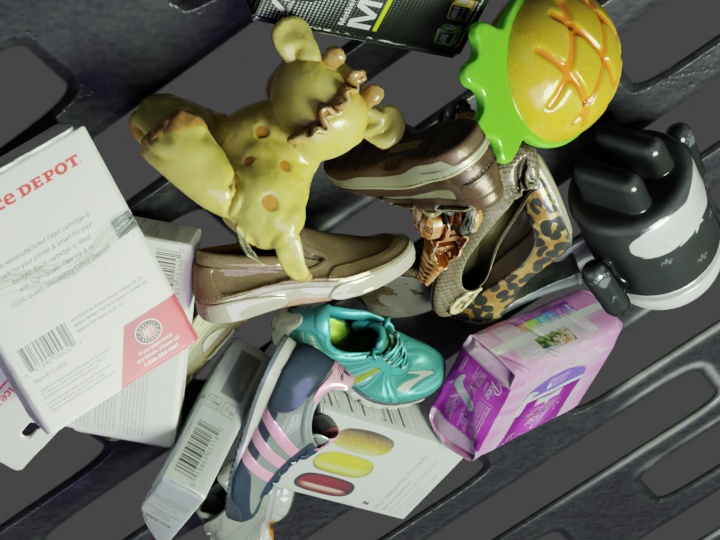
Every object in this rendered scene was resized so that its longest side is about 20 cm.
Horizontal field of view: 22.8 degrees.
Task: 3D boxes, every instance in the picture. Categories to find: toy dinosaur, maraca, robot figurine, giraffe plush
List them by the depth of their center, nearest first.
[{"bbox_3d":[-0.064,-0.110,1.411,0.162,0.200,0.172,-50,132,5],"label":"giraffe plush"},{"bbox_3d":[0.144,-0.164,1.465,0.199,0.106,0.138,-30,109,-45],"label":"maraca"},{"bbox_3d":[0.064,-0.068,1.536,0.101,0.136,0.201,8,130,-32],"label":"toy dinosaur"},{"bbox_3d":[0.263,-0.050,1.658,0.149,0.125,0.200,-27,139,9],"label":"robot figurine"}]

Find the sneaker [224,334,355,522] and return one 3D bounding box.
[{"bbox_3d":[-0.066,0.157,1.606,0.081,0.070,0.201,21,123,3],"label":"sneaker"}]

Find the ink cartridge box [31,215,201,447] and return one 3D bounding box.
[{"bbox_3d":[-0.235,0.046,1.548,0.174,0.045,0.202,10,116,1],"label":"ink cartridge box"}]

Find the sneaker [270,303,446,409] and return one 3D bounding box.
[{"bbox_3d":[0.010,0.077,1.649,0.199,0.078,0.079,19,154,-40],"label":"sneaker"}]

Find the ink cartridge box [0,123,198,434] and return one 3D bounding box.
[{"bbox_3d":[-0.243,0.003,1.418,0.144,0.084,0.201,-32,107,-16],"label":"ink cartridge box"}]

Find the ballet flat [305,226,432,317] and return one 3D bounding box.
[{"bbox_3d":[0.000,0.000,1.642,0.199,0.047,0.067,15,137,-40],"label":"ballet flat"}]

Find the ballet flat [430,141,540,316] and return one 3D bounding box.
[{"bbox_3d":[0.116,-0.031,1.605,0.067,0.046,0.201,-31,151,-51],"label":"ballet flat"}]

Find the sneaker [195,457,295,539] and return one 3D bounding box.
[{"bbox_3d":[-0.133,0.263,1.847,0.091,0.076,0.201,5,124,-18],"label":"sneaker"}]

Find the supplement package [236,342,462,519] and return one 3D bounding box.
[{"bbox_3d":[-0.014,0.150,1.745,0.199,0.110,0.114,19,124,-38],"label":"supplement package"}]

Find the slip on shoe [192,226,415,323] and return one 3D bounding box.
[{"bbox_3d":[-0.048,-0.010,1.522,0.198,0.076,0.061,-13,110,-13],"label":"slip on shoe"}]

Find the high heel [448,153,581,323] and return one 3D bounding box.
[{"bbox_3d":[0.124,-0.027,1.661,0.141,0.072,0.201,-19,138,3],"label":"high heel"}]

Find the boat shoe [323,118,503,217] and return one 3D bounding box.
[{"bbox_3d":[0.042,-0.073,1.448,0.075,0.202,0.075,-44,113,-20],"label":"boat shoe"}]

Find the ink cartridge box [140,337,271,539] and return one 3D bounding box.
[{"bbox_3d":[-0.160,0.171,1.654,0.047,0.161,0.200,31,145,-8],"label":"ink cartridge box"}]

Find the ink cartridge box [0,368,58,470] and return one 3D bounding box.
[{"bbox_3d":[-0.331,0.067,1.496,0.199,0.068,0.116,38,114,-21],"label":"ink cartridge box"}]

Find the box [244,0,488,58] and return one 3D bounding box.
[{"bbox_3d":[0.031,-0.267,1.381,0.192,0.048,0.201,6,131,-31],"label":"box"}]

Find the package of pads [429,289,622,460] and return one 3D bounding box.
[{"bbox_3d":[0.162,0.100,1.751,0.199,0.076,0.121,-20,143,-47],"label":"package of pads"}]

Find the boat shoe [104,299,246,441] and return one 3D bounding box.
[{"bbox_3d":[-0.169,0.084,1.637,0.063,0.073,0.201,22,114,-34],"label":"boat shoe"}]
